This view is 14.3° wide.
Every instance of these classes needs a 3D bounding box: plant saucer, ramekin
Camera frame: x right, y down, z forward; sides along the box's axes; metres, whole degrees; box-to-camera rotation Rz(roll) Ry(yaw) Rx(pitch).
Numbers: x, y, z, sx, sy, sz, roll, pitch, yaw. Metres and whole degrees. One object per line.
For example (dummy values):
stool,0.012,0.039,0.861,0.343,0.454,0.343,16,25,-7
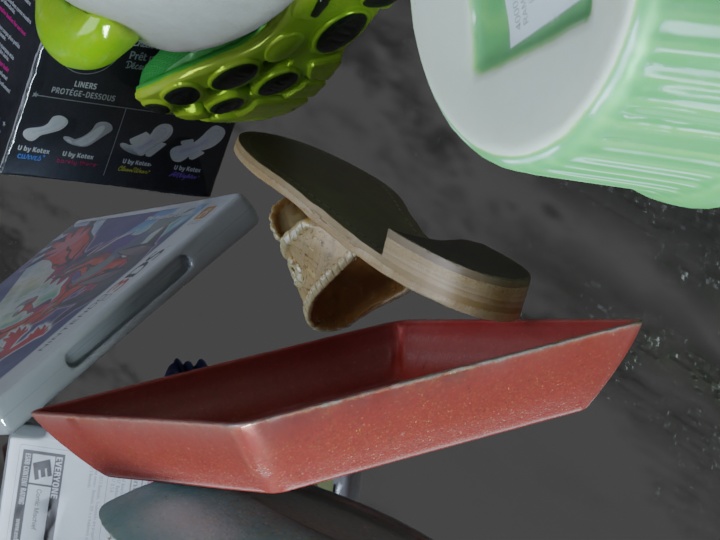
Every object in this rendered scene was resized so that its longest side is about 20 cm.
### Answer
plant saucer,-0.011,0.057,1.229,0.199,0.200,0.037,-2,101,59
plant saucer,-0.013,0.124,1.230,0.201,0.201,0.039,29,98,56
ramekin,0.102,-0.126,1.135,0.200,0.098,0.200,-6,83,59

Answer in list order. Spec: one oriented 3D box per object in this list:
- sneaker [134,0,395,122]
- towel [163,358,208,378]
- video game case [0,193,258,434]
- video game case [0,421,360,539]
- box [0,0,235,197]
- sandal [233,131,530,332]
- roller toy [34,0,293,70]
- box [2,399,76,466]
sneaker,-0.039,-0.138,1.406,0.200,0.074,0.084,-38,51,38
towel,-0.087,0.163,1.512,0.145,0.024,0.200,-59,42,41
video game case,-0.167,0.025,1.526,0.023,0.182,0.200,56,153,-15
video game case,-0.100,0.184,1.403,0.182,0.022,0.200,6,85,18
box,-0.155,-0.138,1.538,0.200,0.132,0.115,48,125,49
sandal,-0.005,-0.001,1.330,0.212,0.078,0.070,32,109,50
roller toy,-0.096,-0.208,1.328,0.182,0.140,0.200,-16,58,39
box,-0.123,0.173,1.490,0.100,0.075,0.200,-30,64,56
